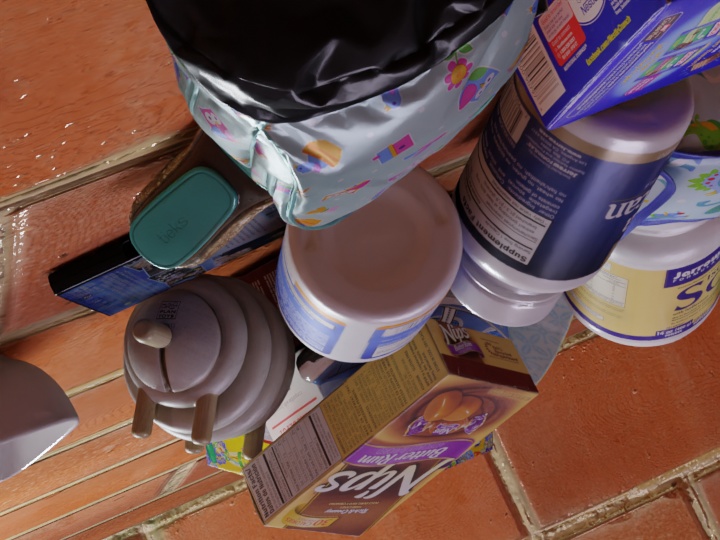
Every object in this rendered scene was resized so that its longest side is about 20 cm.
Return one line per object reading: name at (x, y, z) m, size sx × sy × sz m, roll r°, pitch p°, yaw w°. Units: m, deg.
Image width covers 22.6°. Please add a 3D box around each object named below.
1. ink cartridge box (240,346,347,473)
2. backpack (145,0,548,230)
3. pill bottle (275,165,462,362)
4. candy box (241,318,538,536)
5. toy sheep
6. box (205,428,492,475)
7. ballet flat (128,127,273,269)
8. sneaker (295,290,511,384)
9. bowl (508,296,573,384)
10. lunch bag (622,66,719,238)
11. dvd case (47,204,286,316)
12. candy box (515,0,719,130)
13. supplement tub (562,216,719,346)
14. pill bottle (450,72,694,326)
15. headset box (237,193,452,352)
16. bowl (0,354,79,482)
ink cartridge box at (-0.009, 0.089, 1.461) m, size 0.200 × 0.067 × 0.117 m, roll -21°, pitch 170°, yaw -31°
backpack at (-0.010, -0.096, 0.703) m, size 0.167 × 0.127 × 0.200 m, roll -27°, pitch 175°, yaw -9°
pill bottle at (0.000, 0.000, 1.206) m, size 0.112 × 0.112 × 0.200 m, roll -23°, pitch 171°, yaw -10°
candy box at (0.021, 0.121, 1.347) m, size 0.200 × 0.057 × 0.117 m, roll -41°, pitch 147°, yaw 26°
toy sheep at (-0.115, 0.067, 1.340) m, size 0.138 × 0.138 × 0.200 m, roll -26°, pitch 162°, yaw 9°
box at (-0.013, 0.119, 1.692) m, size 0.192 × 0.122 × 0.200 m, roll -17°, pitch -162°, yaw -42°
ballet flat at (-0.058, -0.067, 0.992) m, size 0.200 × 0.071 × 0.065 m, roll -29°, pitch -162°, yaw 42°
sneaker at (0.041, 0.054, 1.380) m, size 0.200 × 0.077 × 0.076 m, roll -17°, pitch 167°, yaw -35°
bowl at (0.118, 0.006, 1.612) m, size 0.108 × 0.200 × 0.200 m, roll 17°, pitch -170°, yaw 25°
lunch bag at (0.194, -0.096, 1.293) m, size 0.200 × 0.128 × 0.170 m, roll -4°, pitch 164°, yaw -16°
dvd case at (-0.101, -0.023, 1.219) m, size 0.200 × 0.018 × 0.143 m, roll -24°, pitch 171°, yaw 3°
candy box at (0.199, -0.168, 1.001) m, size 0.200 × 0.077 × 0.169 m, roll -20°, pitch 169°, yaw -22°
supplement tub at (0.238, -0.041, 1.498) m, size 0.145 × 0.146 × 0.200 m, roll -23°, pitch 152°, yaw -9°
pill bottle at (0.123, -0.056, 1.153) m, size 0.111 × 0.111 × 0.200 m, roll -19°, pitch 150°, yaw -34°
headset box at (-0.012, 0.013, 1.479) m, size 0.200 × 0.077 × 0.149 m, roll -30°, pitch 170°, yaw 20°
bowl at (-0.324, 0.130, 1.331) m, size 0.200 × 0.075 × 0.200 m, roll -19°, pitch 168°, yaw -33°
